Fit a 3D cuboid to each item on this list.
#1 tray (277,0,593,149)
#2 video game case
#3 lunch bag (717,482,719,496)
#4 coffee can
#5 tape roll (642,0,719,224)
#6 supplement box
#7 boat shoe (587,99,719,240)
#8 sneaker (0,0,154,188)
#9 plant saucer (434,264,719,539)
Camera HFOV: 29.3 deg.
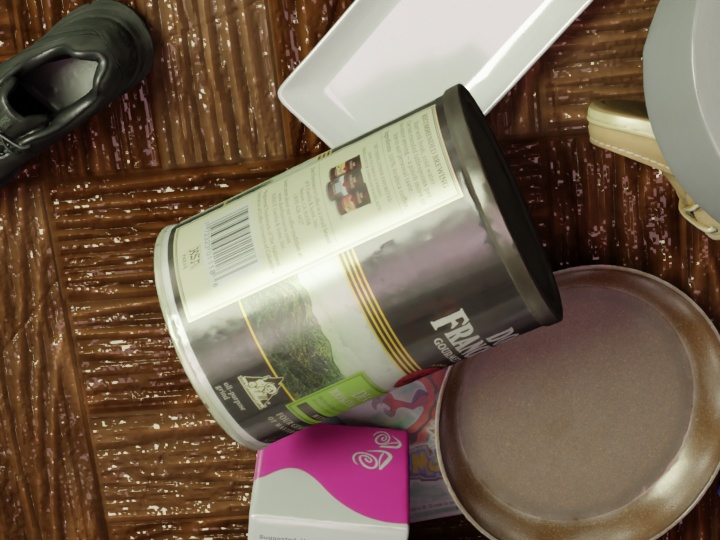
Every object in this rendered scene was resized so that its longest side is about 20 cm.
[{"bbox_3d":[0.050,-0.146,0.843,0.107,0.022,0.200,41,107,-9],"label":"tray"},{"bbox_3d":[0.032,0.082,0.920,0.197,0.023,0.184,-11,107,10],"label":"video game case"},{"bbox_3d":[0.299,0.131,0.814,0.093,0.200,0.152,23,109,-3],"label":"lunch bag"},{"bbox_3d":[0.000,0.000,0.809,0.198,0.147,0.148,-24,105,13],"label":"coffee can"},{"bbox_3d":[0.261,-0.111,0.766,0.197,0.066,0.203,1,87,-13],"label":"tape roll"},{"bbox_3d":[-0.026,0.209,0.905,0.102,0.102,0.202,4,121,0],"label":"supplement box"},{"bbox_3d":[0.224,-0.048,0.831,0.198,0.071,0.065,20,109,-2],"label":"boat shoe"},{"bbox_3d":[-0.222,-0.096,0.852,0.199,0.091,0.076,-35,104,17],"label":"sneaker"},{"bbox_3d":[0.142,0.091,0.889,0.197,0.032,0.203,-2,105,-9],"label":"plant saucer"}]
